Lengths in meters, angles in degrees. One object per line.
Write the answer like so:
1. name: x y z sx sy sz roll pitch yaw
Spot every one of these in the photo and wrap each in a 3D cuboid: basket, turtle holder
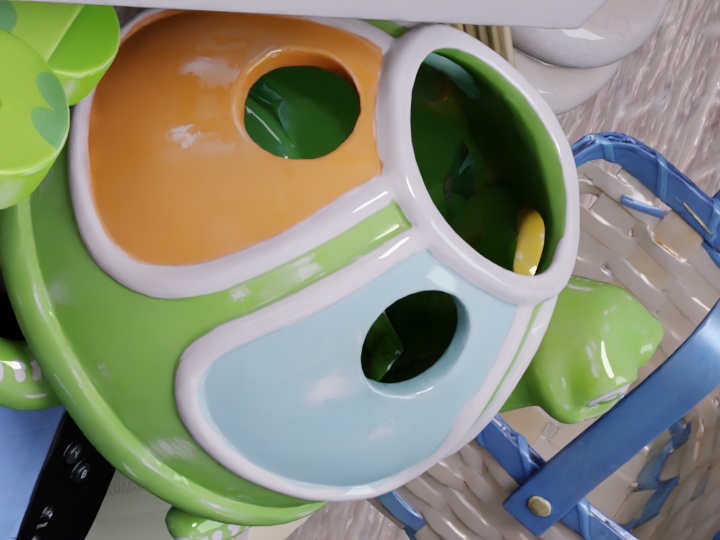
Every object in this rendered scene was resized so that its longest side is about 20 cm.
1. basket: 0.097 0.026 1.015 0.200 0.139 0.176 -43 -175 43
2. turtle holder: -0.005 0.004 0.788 0.186 0.131 0.141 53 38 -23

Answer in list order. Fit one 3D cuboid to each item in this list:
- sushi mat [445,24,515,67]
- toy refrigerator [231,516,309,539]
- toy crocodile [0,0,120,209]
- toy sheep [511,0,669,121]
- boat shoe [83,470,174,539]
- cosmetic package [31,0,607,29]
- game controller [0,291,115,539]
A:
1. sushi mat: -0.002 -0.069 0.828 0.200 0.095 0.012 77 27 -59
2. toy refrigerator: -0.027 0.034 1.043 0.200 0.076 0.070 -37 144 -62
3. toy crocodile: -0.084 -0.052 0.629 0.068 0.062 0.200 -48 -170 47
4. toy sheep: 0.021 -0.095 0.922 0.137 0.199 0.139 12 72 -41
5. boat shoe: -0.075 0.020 0.907 0.061 0.071 0.202 -131 -139 -65
6. cosmetic package: -0.015 -0.112 0.618 0.199 0.102 0.071 -2 144 -49
7. game controller: -0.123 0.057 0.791 0.200 0.042 0.105 -8 116 -60
